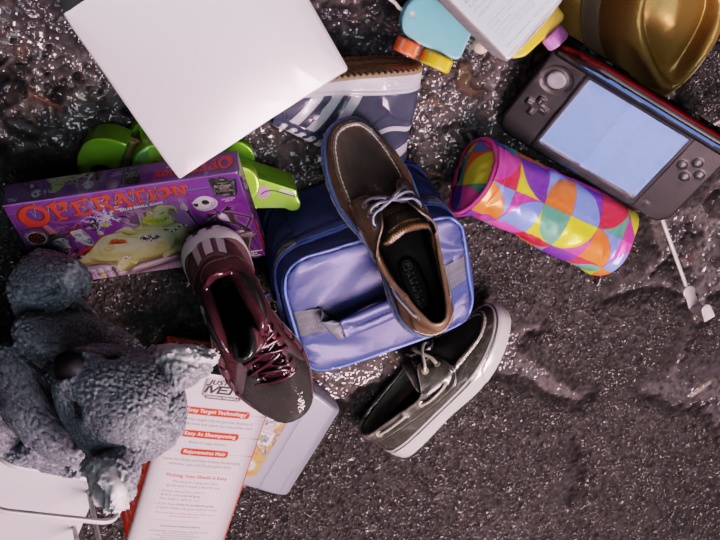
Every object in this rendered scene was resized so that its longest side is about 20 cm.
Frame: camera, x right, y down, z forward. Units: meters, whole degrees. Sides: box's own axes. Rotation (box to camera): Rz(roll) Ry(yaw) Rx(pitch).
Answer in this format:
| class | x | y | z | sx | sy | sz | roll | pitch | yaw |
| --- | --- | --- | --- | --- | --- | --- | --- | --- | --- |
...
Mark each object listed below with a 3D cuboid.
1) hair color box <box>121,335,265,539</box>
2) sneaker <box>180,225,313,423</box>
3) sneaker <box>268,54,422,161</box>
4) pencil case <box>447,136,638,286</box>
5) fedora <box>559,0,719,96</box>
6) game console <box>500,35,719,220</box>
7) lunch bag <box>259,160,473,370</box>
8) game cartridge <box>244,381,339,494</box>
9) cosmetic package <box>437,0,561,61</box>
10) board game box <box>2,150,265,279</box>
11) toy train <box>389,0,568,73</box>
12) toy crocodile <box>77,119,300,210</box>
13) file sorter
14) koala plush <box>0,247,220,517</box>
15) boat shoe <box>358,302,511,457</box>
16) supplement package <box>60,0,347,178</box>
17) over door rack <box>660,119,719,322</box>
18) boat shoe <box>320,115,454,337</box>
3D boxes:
| class | x | y | z | sx | sy | sz | roll | pitch | yaw |
| --- | --- | --- | --- | --- | --- | --- | --- | --- | --- |
| hair color box | -0.158 | 0.167 | 1.174 | 0.100 | 0.061 | 0.202 | 9 | 116 | -24 |
| sneaker | -0.093 | 0.068 | 1.029 | 0.075 | 0.116 | 0.201 | -27 | 116 | 0 |
| sneaker | -0.041 | -0.128 | 1.082 | 0.198 | 0.070 | 0.110 | -6 | 119 | -20 |
| pencil case | 0.178 | -0.058 | 1.194 | 0.199 | 0.089 | 0.089 | 24 | 109 | -29 |
| fedora | 0.273 | -0.234 | 1.125 | 0.198 | 0.082 | 0.203 | -9 | 122 | -14 |
| game console | 0.240 | -0.112 | 1.101 | 0.199 | 0.119 | 0.173 | 29 | 133 | -10 |
| lunch bag | 0.000 | 0.000 | 1.132 | 0.198 | 0.133 | 0.137 | -20 | 124 | -9 |
| game cartridge | -0.125 | 0.145 | 1.231 | 0.199 | 0.042 | 0.134 | 22 | 114 | -29 |
| cosmetic package | 0.065 | -0.266 | 0.987 | 0.200 | 0.102 | 0.074 | 41 | 98 | -13 |
| board game box | -0.189 | -0.042 | 1.047 | 0.197 | 0.033 | 0.121 | -8 | 141 | 4 |
| toy train | 0.109 | -0.257 | 1.075 | 0.198 | 0.056 | 0.152 | -17 | 105 | -2 |
| toy crocodile | -0.146 | -0.086 | 1.070 | 0.198 | 0.068 | 0.062 | 13 | 117 | -24 |
| file sorter | -0.310 | 0.229 | 1.158 | 0.137 | 0.125 | 0.202 | 14 | 113 | -27 |
| koala plush | -0.211 | 0.103 | 1.003 | 0.184 | 0.199 | 0.178 | 52 | 60 | -37 |
| boat shoe | 0.076 | 0.109 | 1.260 | 0.063 | 0.071 | 0.201 | 28 | 108 | -32 |
| supplement package | -0.131 | -0.204 | 0.925 | 0.150 | 0.200 | 0.152 | -32 | 124 | 1 |
| over door rack | 0.363 | -0.071 | 1.252 | 0.147 | 0.067 | 0.201 | -28 | 104 | -2 |
| boat shoe | 0.031 | -0.041 | 1.030 | 0.072 | 0.072 | 0.202 | -28 | 92 | -10 |
